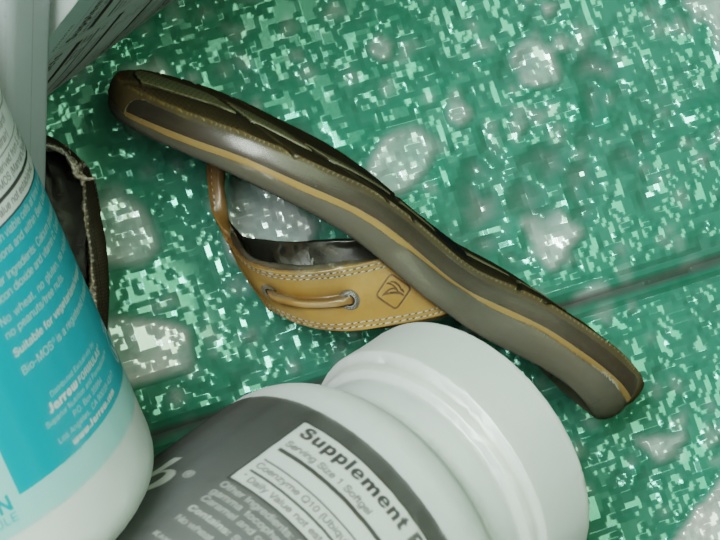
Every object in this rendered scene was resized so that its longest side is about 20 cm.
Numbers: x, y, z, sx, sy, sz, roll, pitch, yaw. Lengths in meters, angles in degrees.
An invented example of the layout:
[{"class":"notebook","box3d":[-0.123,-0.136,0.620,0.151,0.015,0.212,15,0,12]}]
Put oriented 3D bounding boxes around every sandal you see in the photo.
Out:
[{"class":"sandal","box3d":[0.000,0.000,0.812,0.200,0.082,0.055,33,95,-15]}]

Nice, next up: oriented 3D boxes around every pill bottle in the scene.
[{"class":"pill bottle","box3d":[-0.031,0.104,0.720,0.200,0.116,0.116,-35,90,-36]},{"class":"pill bottle","box3d":[-0.137,-0.010,0.643,0.111,0.111,0.200,-30,115,-19]}]

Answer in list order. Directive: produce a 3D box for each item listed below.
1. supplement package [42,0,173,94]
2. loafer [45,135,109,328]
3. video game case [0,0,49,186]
[{"class":"supplement package","box3d":[-0.080,-0.166,0.748,0.152,0.151,0.200,49,57,-2]},{"class":"loafer","box3d":[-0.112,0.049,0.761,0.073,0.071,0.201,1,79,-15]},{"class":"video game case","box3d":[-0.159,-0.110,0.685,0.182,0.200,0.022,33,53,18]}]
